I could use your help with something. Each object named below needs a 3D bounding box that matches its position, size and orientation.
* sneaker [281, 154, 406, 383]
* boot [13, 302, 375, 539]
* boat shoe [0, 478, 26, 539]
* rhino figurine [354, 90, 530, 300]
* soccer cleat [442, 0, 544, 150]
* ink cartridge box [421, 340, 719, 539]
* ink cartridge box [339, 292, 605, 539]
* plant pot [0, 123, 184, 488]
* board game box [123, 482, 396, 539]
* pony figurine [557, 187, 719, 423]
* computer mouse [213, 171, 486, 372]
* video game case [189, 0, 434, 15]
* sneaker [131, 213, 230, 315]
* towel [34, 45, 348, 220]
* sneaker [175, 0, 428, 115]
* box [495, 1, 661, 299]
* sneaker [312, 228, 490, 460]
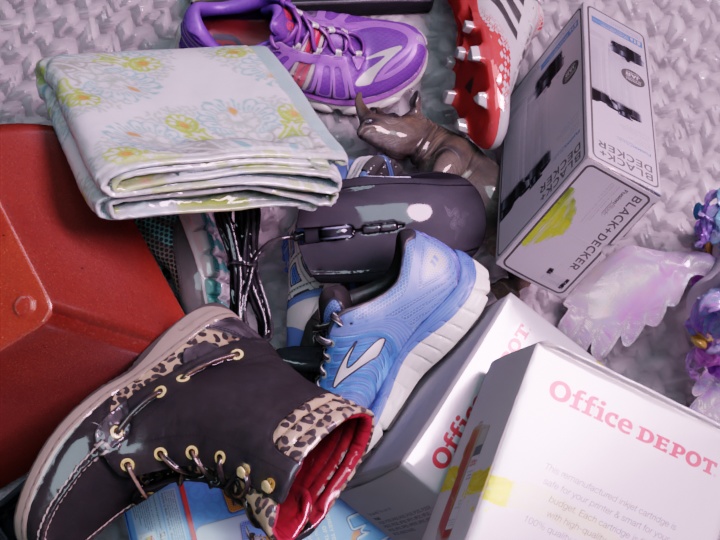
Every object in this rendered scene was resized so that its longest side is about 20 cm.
[{"bbox_3d":[-0.021,0.012,0.966,0.076,0.077,0.201,23,80,-45],"label":"sneaker"},{"bbox_3d":[-0.100,0.120,0.791,0.150,0.073,0.200,26,58,33],"label":"boot"},{"bbox_3d":[-0.232,0.188,0.868,0.200,0.062,0.075,-42,76,0],"label":"boat shoe"},{"bbox_3d":[0.070,-0.069,0.997,0.200,0.060,0.087,42,49,8],"label":"rhino figurine"},{"bbox_3d":[0.109,-0.181,1.019,0.085,0.069,0.201,6,57,-20],"label":"soccer cleat"},{"bbox_3d":[0.116,0.163,0.744,0.145,0.083,0.201,26,72,-10],"label":"ink cartridge box"},{"bbox_3d":[0.112,0.142,0.872,0.200,0.145,0.146,37,66,-5],"label":"ink cartridge box"},{"bbox_3d":[-0.252,0.017,0.846,0.200,0.176,0.200,-31,77,3],"label":"plant pot"},{"bbox_3d":[-0.056,0.199,0.913,0.199,0.037,0.152,-14,75,-10],"label":"board game box"},{"bbox_3d":[0.264,0.020,0.946,0.166,0.200,0.193,37,88,-2],"label":"pony figurine"},{"bbox_3d":[0.000,0.000,0.898,0.199,0.046,0.141,-1,90,-15],"label":"computer mouse"},{"bbox_3d":[-0.048,-0.296,1.075,0.199,0.026,0.182,-4,73,-9],"label":"video game case"},{"bbox_3d":[-0.158,-0.036,0.965,0.091,0.078,0.201,-22,71,1],"label":"sneaker"},{"bbox_3d":[-0.117,-0.101,0.876,0.170,0.048,0.200,-4,33,-24],"label":"towel"},{"bbox_3d":[-0.044,-0.173,1.006,0.199,0.083,0.081,0,73,-8],"label":"sneaker"},{"bbox_3d":[0.156,-0.091,0.940,0.060,0.117,0.200,26,41,-15],"label":"box"},{"bbox_3d":[-0.006,0.056,0.866,0.089,0.079,0.200,37,91,-14],"label":"sneaker"}]
